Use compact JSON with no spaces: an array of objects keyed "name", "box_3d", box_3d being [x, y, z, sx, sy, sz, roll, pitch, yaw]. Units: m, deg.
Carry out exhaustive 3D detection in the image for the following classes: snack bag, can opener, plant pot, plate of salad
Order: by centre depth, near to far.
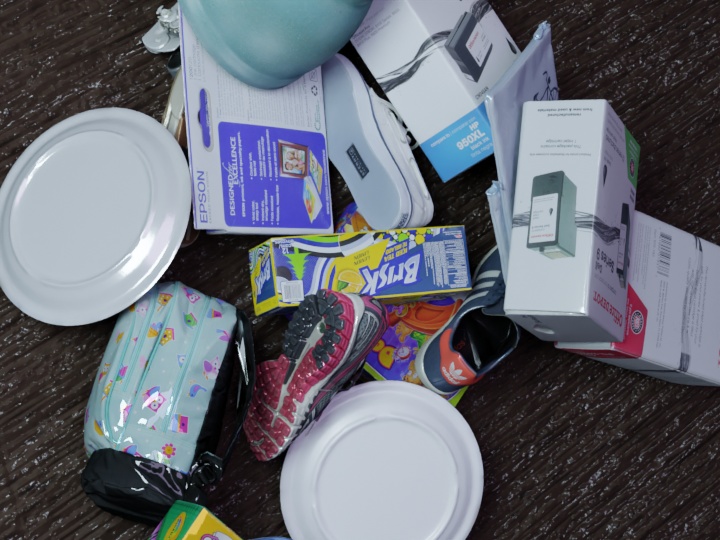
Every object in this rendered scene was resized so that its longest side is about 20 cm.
[{"name":"plate of salad","box_3d":[-0.233,-0.046,1.117,0.197,0.048,0.203,-7,68,17]},{"name":"plant pot","box_3d":[-0.057,-0.277,1.136,0.199,0.133,0.203,23,60,-48]},{"name":"plate of salad","box_3d":[0.020,0.204,1.228,0.197,0.048,0.203,-1,98,-10]},{"name":"snack bag","box_3d":[0.161,-0.115,1.239,0.189,0.021,0.202,-51,136,-49]},{"name":"can opener","box_3d":[-0.135,-0.270,1.242,0.201,0.052,0.067,-53,138,-19]}]

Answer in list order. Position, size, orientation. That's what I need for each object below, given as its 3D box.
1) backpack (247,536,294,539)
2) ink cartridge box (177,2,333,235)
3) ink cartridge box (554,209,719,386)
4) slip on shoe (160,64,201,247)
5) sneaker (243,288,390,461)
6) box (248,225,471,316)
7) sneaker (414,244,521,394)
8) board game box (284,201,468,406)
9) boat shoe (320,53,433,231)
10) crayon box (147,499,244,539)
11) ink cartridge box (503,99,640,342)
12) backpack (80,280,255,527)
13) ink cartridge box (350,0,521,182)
[{"name":"backpack","box_3d":[-0.115,0.316,1.111,0.198,0.164,0.155,5,123,-34]},{"name":"ink cartridge box","box_3d":[-0.105,-0.132,1.183,0.199,0.043,0.201,0,84,-54]},{"name":"ink cartridge box","box_3d":[0.305,0.031,1.343,0.198,0.083,0.147,18,76,-38]},{"name":"slip on shoe","box_3d":[-0.167,-0.119,1.192,0.076,0.060,0.203,24,72,-51]},{"name":"sneaker","box_3d":[-0.043,0.101,1.159,0.074,0.200,0.081,3,47,-43]},{"name":"box","box_3d":[0.000,0.000,1.195,0.197,0.070,0.065,-4,82,-24]},{"name":"sneaker","box_3d":[0.137,0.039,1.242,0.075,0.084,0.201,43,63,-12]},{"name":"board game box","box_3d":[0.032,0.046,1.267,0.200,0.045,0.135,41,69,-14]},{"name":"boat shoe","box_3d":[0.020,-0.127,1.259,0.085,0.075,0.203,0,54,-46]},{"name":"crayon box","box_3d":[-0.098,0.289,1.006,0.200,0.058,0.119,44,67,-19]},{"name":"ink cartridge box","box_3d":[0.203,-0.042,1.211,0.146,0.083,0.203,27,67,-62]},{"name":"backpack","box_3d":[-0.170,0.109,1.113,0.125,0.167,0.202,22,68,-17]},{"name":"ink cartridge box","box_3d":[0.083,-0.213,1.276,0.201,0.084,0.145,55,38,-8]}]
